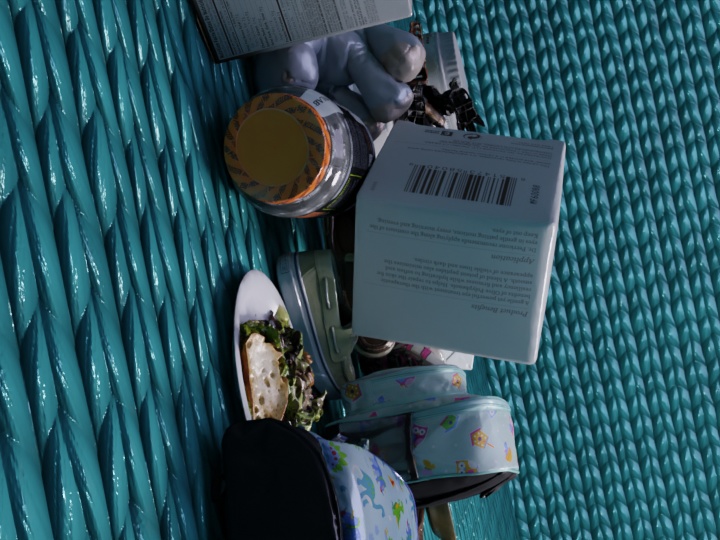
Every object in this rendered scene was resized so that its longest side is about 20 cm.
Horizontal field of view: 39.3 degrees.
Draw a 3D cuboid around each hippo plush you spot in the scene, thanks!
[{"bbox_3d":[-0.033,-0.242,1.105,0.160,0.158,0.203,7,90,-48],"label":"hippo plush"}]

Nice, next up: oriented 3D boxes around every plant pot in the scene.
[{"bbox_3d":[0.084,0.255,1.300,0.200,0.027,0.202,164,-90,-89],"label":"plant pot"}]

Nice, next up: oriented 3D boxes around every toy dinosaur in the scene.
[{"bbox_3d":[0.073,-0.196,1.249,0.201,0.101,0.136,61,-6,-18],"label":"toy dinosaur"}]

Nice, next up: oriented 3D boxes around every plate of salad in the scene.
[{"bbox_3d":[-0.069,0.097,0.911,0.200,0.047,0.203,-13,90,-79],"label":"plate of salad"}]

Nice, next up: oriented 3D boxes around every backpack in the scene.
[{"bbox_3d":[0.073,0.183,1.101,0.176,0.197,0.155,46,42,-69],"label":"backpack"},{"bbox_3d":[-0.028,0.213,0.811,0.200,0.152,0.165,80,0,-65],"label":"backpack"}]

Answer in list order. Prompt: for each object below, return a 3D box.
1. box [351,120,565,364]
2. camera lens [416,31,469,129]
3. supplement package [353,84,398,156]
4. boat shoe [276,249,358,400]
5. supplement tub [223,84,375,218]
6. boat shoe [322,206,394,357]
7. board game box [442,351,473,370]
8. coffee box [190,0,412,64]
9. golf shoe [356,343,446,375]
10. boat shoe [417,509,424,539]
[{"bbox_3d":[0.107,-0.035,1.071,0.201,0.196,0.173,-64,160,-56],"label":"box"},{"bbox_3d":[0.061,-0.269,1.543,0.160,0.198,0.162,-11,90,-79],"label":"camera lens"},{"bbox_3d":[-0.005,-0.166,1.308,0.200,0.120,0.121,59,23,-61],"label":"supplement package"},{"bbox_3d":[-0.034,0.063,1.079,0.072,0.061,0.201,-88,164,-49],"label":"boat shoe"},{"bbox_3d":[-0.058,-0.113,0.986,0.200,0.121,0.124,-14,92,-80],"label":"supplement tub"},{"bbox_3d":[-0.006,0.001,1.204,0.075,0.074,0.204,99,-26,-67],"label":"boat shoe"},{"bbox_3d":[0.109,0.046,1.507,0.200,0.063,0.149,-142,-123,-68],"label":"board game box"},{"bbox_3d":[-0.055,-0.282,0.970,0.115,0.198,0.080,-88,164,-48],"label":"coffee box"},{"bbox_3d":[0.075,0.115,1.268,0.199,0.091,0.073,21,-56,60],"label":"golf shoe"},{"bbox_3d":[0.039,0.324,1.218,0.204,0.074,0.075,-99,-154,-47],"label":"boat shoe"}]
